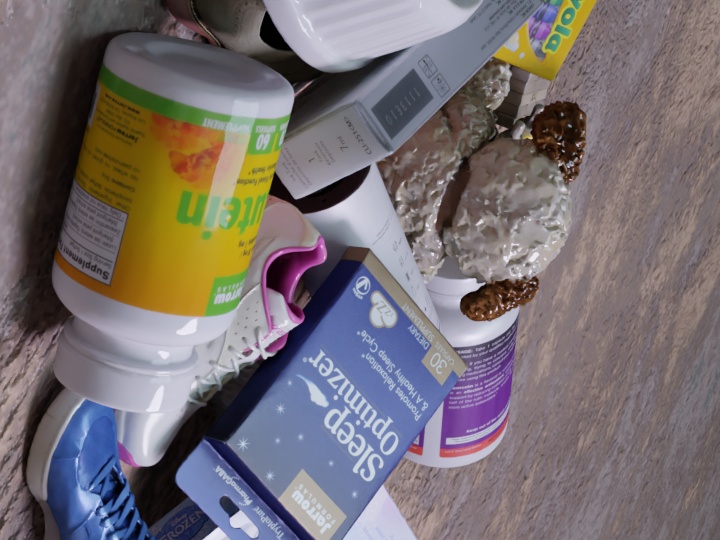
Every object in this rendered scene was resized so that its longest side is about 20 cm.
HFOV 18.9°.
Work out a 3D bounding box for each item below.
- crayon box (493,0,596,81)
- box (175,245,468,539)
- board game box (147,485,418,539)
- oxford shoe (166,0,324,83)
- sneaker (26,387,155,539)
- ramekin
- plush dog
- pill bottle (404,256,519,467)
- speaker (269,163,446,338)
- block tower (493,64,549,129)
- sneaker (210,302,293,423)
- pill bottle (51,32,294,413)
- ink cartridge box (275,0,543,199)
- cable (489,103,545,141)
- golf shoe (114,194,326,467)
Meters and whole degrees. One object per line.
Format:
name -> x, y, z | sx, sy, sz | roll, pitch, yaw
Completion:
crayon box -> 0.111, -0.216, 1.539 | 0.199, 0.052, 0.126 | 16, 107, -45
box -> -0.023, 0.099, 1.429 | 0.200, 0.032, 0.121 | -52, 121, -19
board game box -> -0.063, 0.213, 1.530 | 0.199, 0.043, 0.200 | -37, 137, -7
oxford shoe -> -0.050, -0.147, 1.327 | 0.071, 0.073, 0.200 | -68, 158, 2
sneaker -> -0.147, 0.165, 1.353 | 0.077, 0.111, 0.201 | -39, 145, -49
ramekin -> 0.009, -0.220, 1.259 | 0.202, 0.094, 0.204 | -7, 90, -67
plush dog -> 0.075, -0.060, 1.568 | 0.160, 0.171, 0.201 | -2, 114, -67
pill bottle -> 0.071, 0.057, 1.753 | 0.112, 0.112, 0.201 | -47, 151, -41
speaker -> 0.000, 0.000, 1.515 | 0.081, 0.081, 0.201 | -54, 140, -29
block tower -> 0.134, -0.208, 1.723 | 0.058, 0.054, 0.201 | -22, 130, -60
sneaker -> -0.057, 0.063, 1.529 | 0.100, 0.069, 0.201 | -53, 163, -33
pill bottle -> -0.114, -0.025, 1.243 | 0.111, 0.111, 0.201 | -18, 128, -62
ink cartridge box -> 0.002, -0.111, 1.376 | 0.173, 0.044, 0.200 | -24, -164, 46
cable -> 0.088, -0.059, 1.738 | 0.097, 0.050, 0.201 | -24, 150, -25
golf shoe -> -0.092, 0.041, 1.390 | 0.201, 0.091, 0.075 | -65, 160, -1
